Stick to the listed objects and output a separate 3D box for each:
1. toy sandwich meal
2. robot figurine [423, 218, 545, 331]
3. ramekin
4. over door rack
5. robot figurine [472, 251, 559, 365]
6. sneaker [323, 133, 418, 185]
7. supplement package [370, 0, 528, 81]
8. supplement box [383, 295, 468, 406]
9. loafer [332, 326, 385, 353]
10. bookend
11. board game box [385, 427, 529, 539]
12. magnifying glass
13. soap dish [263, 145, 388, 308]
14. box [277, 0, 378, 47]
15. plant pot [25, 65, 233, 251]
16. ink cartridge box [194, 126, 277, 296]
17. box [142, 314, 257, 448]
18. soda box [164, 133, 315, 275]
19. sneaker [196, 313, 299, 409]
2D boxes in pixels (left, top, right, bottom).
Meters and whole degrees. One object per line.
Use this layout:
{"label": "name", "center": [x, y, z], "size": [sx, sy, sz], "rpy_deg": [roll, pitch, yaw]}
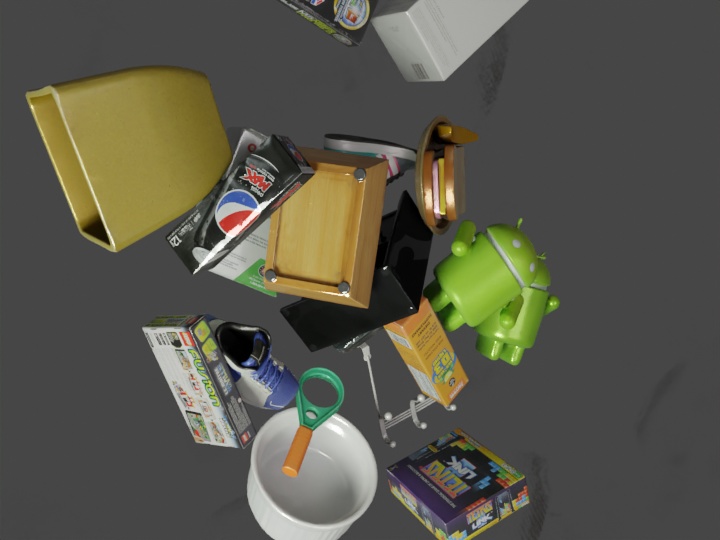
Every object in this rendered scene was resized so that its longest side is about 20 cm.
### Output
{"label": "toy sandwich meal", "center": [0.143, -0.150, 1.209], "size": [0.204, 0.069, 0.211], "rpy_deg": [3, 90, -65]}
{"label": "robot figurine", "center": [0.197, 0.007, 1.229], "size": [0.198, 0.116, 0.177], "rpy_deg": [-36, 106, 5]}
{"label": "ramekin", "center": [-0.079, 0.320, 1.171], "size": [0.196, 0.203, 0.099], "rpy_deg": [-2, 138, -27]}
{"label": "over door rack", "center": [0.083, 0.183, 1.301], "size": [0.145, 0.066, 0.204], "rpy_deg": [-24, 111, -22]}
{"label": "robot figurine", "center": [0.264, 0.057, 1.341], "size": [0.171, 0.116, 0.205], "rpy_deg": [14, 94, -17]}
{"label": "sneaker", "center": [0.021, -0.139, 1.194], "size": [0.196, 0.083, 0.124], "rpy_deg": [1, 107, -35]}
{"label": "supplement package", "center": [0.137, -0.401, 1.178], "size": [0.200, 0.121, 0.121], "rpy_deg": [-44, 117, -12]}
{"label": "supplement box", "center": [0.102, 0.122, 1.209], "size": [0.067, 0.068, 0.202], "rpy_deg": [-45, 131, -18]}
{"label": "loafer", "center": [0.034, 0.067, 1.249], "size": [0.199, 0.073, 0.073], "rpy_deg": [-42, 140, -12]}
{"label": "bookend", "center": [0.000, 0.000, 1.192], "size": [0.093, 0.196, 0.202], "rpy_deg": [53, 32, -26]}
{"label": "board game box", "center": [0.160, 0.362, 1.302], "size": [0.162, 0.199, 0.058], "rpy_deg": [-22, 112, -22]}
{"label": "magnifying glass", "center": [-0.077, 0.227, 1.176], "size": [0.078, 0.202, 0.023], "rpy_deg": [24, 133, -2]}
{"label": "soap dish", "center": [-0.052, -0.060, 1.037], "size": [0.153, 0.081, 0.206], "rpy_deg": [10, 96, 15]}
{"label": "box", "center": [-0.032, -0.459, 1.121], "size": [0.158, 0.044, 0.204], "rpy_deg": [25, 89, -29]}
{"label": "plant pot", "center": [-0.280, -0.163, 0.978], "size": [0.197, 0.194, 0.199], "rpy_deg": [-26, 112, -27]}
{"label": "ink cartridge box", "center": [-0.157, -0.086, 1.110], "size": [0.144, 0.083, 0.204], "rpy_deg": [24, 89, -29]}
{"label": "box", "center": [-0.231, 0.161, 1.106], "size": [0.035, 0.108, 0.204], "rpy_deg": [-41, 120, -46]}
{"label": "soda box", "center": [-0.154, -0.084, 0.984], "size": [0.199, 0.071, 0.064], "rpy_deg": [-41, 87, 14]}
{"label": "sneaker", "center": [-0.159, 0.139, 1.129], "size": [0.199, 0.114, 0.082], "rpy_deg": [44, 63, -28]}
